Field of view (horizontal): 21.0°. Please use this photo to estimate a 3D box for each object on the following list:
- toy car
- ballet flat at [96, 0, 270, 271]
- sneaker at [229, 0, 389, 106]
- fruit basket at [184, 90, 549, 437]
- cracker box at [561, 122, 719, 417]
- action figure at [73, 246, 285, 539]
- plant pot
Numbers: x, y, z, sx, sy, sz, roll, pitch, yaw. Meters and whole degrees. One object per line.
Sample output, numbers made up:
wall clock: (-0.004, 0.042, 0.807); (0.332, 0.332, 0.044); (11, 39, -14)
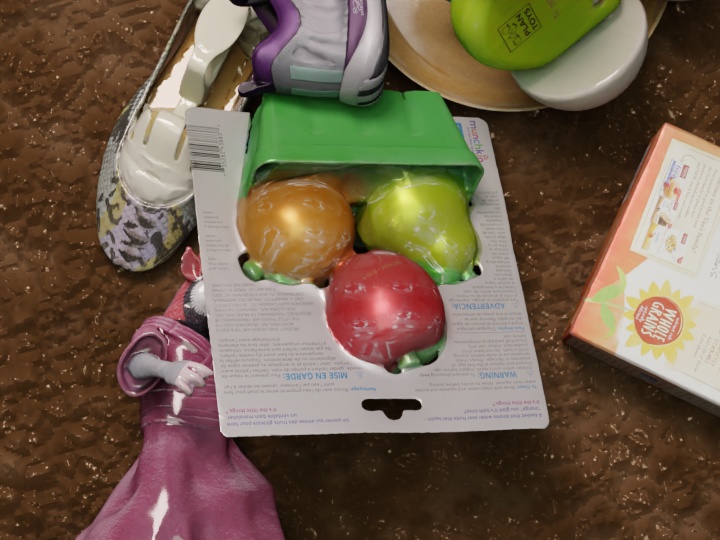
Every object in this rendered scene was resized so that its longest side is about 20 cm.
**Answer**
toy car: (0.111, -0.205, 1.075); (0.200, 0.175, 0.150); (-46, 51, -5)
ballet flat: (-0.100, -0.097, 1.119); (0.072, 0.072, 0.202); (25, 84, 3)
sneaker: (-0.031, -0.187, 1.081); (0.087, 0.075, 0.202); (-1, 64, -4)
fruit basket: (0.000, 0.000, 1.066); (0.183, 0.094, 0.202); (-1, 67, -17)
cracker box: (0.232, 0.021, 1.110); (0.199, 0.058, 0.135); (26, 84, 4)
action figure: (-0.096, 0.088, 1.099); (0.148, 0.133, 0.202); (-18, 65, 40)
plant pot: (0.087, -0.191, 1.151); (0.198, 0.027, 0.202); (0, 82, -1)
